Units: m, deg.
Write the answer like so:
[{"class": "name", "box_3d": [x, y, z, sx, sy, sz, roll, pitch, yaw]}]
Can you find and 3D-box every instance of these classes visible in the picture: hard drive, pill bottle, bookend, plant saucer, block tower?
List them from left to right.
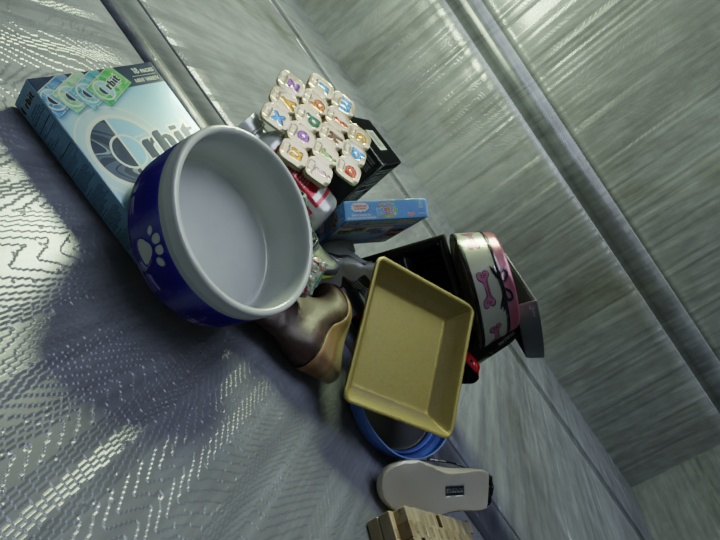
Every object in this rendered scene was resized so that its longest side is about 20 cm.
[{"class": "pill bottle", "box_3d": [-0.139, -0.153, 0.886, 0.201, 0.111, 0.113, 50, 18, -17]}, {"class": "plant saucer", "box_3d": [0.066, 0.113, 0.766, 0.197, 0.048, 0.205, 27, 66, -28]}, {"class": "bookend", "box_3d": [0.093, 0.063, 1.002, 0.092, 0.195, 0.203, 64, 12, -66]}, {"class": "block tower", "box_3d": [0.090, 0.353, 0.691, 0.199, 0.054, 0.059, 36, 26, -46]}, {"class": "hard drive", "box_3d": [0.305, 0.078, 1.035, 0.202, 0.042, 0.136, 62, 5, -47]}]

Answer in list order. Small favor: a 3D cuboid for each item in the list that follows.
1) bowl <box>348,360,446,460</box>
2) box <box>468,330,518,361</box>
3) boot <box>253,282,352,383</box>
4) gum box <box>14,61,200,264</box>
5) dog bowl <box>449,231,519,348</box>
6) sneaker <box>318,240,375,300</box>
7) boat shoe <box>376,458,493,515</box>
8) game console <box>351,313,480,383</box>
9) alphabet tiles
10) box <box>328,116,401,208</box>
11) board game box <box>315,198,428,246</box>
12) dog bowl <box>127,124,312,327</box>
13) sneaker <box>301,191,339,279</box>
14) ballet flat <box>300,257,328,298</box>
[{"class": "bowl", "box_3d": [0.062, 0.182, 0.812, 0.197, 0.039, 0.206, 19, 59, -34]}, {"class": "box", "box_3d": [0.194, 0.127, 1.087, 0.150, 0.197, 0.124, 59, 2, 17]}, {"class": "boot", "box_3d": [-0.085, 0.043, 0.746, 0.167, 0.072, 0.202, 47, 22, -29]}, {"class": "gum box", "box_3d": [-0.246, -0.131, 0.607, 0.202, 0.044, 0.170, 54, 35, -6]}, {"class": "dog bowl", "box_3d": [0.214, 0.026, 0.924, 0.200, 0.072, 0.205, -16, 91, -86]}, {"class": "sneaker", "box_3d": [0.000, 0.000, 0.942, 0.195, 0.077, 0.115, 15, 21, -6]}, {"class": "boat shoe", "box_3d": [0.090, 0.309, 0.767, 0.196, 0.092, 0.077, 18, 71, -27]}, {"class": "game console", "box_3d": [0.097, 0.136, 0.932, 0.200, 0.175, 0.031, 47, 49, -26]}, {"class": "alphabet tiles", "box_3d": [-0.070, -0.235, 0.889, 0.193, 0.015, 0.204, 31, 54, -23]}, {"class": "box", "box_3d": [-0.041, -0.196, 1.074, 0.124, 0.197, 0.200, 50, 18, -1]}, {"class": "board game box", "box_3d": [0.012, -0.083, 0.954, 0.200, 0.147, 0.038, 152, -68, -68]}, {"class": "dog bowl", "box_3d": [-0.142, -0.045, 0.575, 0.199, 0.077, 0.205, 30, 53, -49]}, {"class": "sneaker", "box_3d": [-0.098, -0.069, 0.793, 0.200, 0.081, 0.074, 45, 19, -17]}, {"class": "ballet flat", "box_3d": [-0.116, -0.051, 0.717, 0.201, 0.064, 0.076, 50, -9, 11]}]
